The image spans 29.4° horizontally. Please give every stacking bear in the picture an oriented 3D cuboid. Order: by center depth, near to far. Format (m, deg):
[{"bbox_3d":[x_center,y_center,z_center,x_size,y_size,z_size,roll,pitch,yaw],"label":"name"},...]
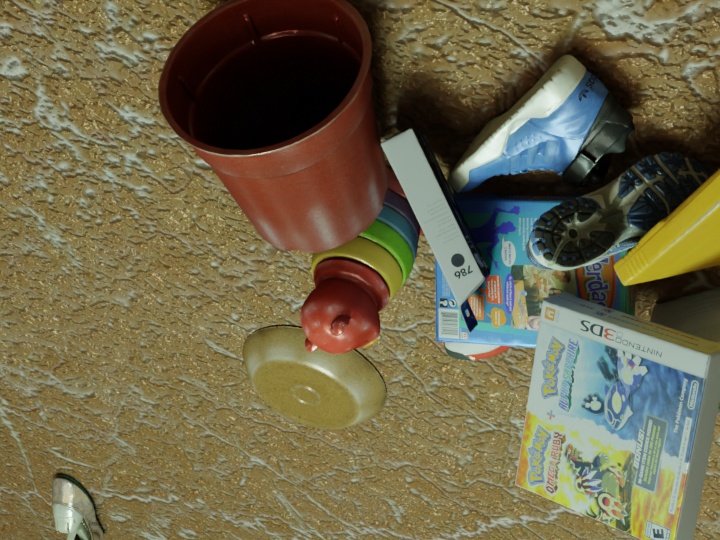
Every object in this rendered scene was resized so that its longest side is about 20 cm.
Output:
[{"bbox_3d":[0.000,0.000,1.411,0.114,0.200,0.121,39,141,-21],"label":"stacking bear"}]

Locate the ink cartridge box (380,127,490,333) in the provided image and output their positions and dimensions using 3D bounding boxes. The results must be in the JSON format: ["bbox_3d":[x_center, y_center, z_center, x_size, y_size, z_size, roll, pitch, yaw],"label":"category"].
[{"bbox_3d":[0.083,-0.040,1.327,0.039,0.099,0.201,-24,90,9],"label":"ink cartridge box"}]

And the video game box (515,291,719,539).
[{"bbox_3d":[0.243,0.141,1.303,0.182,0.047,0.201,20,110,40],"label":"video game box"}]

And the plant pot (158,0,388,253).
[{"bbox_3d":[-0.064,-0.130,1.308,0.200,0.201,0.195,7,149,20],"label":"plant pot"}]

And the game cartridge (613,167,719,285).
[{"bbox_3d":[0.343,-0.057,1.211,0.176,0.033,0.200,-11,158,-32],"label":"game cartridge"}]

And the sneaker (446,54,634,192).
[{"bbox_3d":[0.172,-0.107,1.288,0.111,0.077,0.200,40,135,-7],"label":"sneaker"}]

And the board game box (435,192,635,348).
[{"bbox_3d":[0.174,0.001,1.377,0.199,0.045,0.153,4,101,22],"label":"board game box"}]

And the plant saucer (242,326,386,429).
[{"bbox_3d":[-0.066,0.149,1.772,0.200,0.036,0.200,15,143,12],"label":"plant saucer"}]

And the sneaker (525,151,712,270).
[{"bbox_3d":[0.239,-0.051,1.279,0.199,0.077,0.085,-18,172,-14],"label":"sneaker"}]

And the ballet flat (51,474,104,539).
[{"bbox_3d":[-0.480,0.424,2.312,0.068,0.067,0.200,7,141,20],"label":"ballet flat"}]

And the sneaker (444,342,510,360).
[{"bbox_3d":[0.155,0.030,1.482,0.201,0.067,0.108,-15,127,37],"label":"sneaker"}]

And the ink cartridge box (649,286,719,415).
[{"bbox_3d":[0.331,0.110,1.370,0.109,0.200,0.050,-20,126,43],"label":"ink cartridge box"}]
